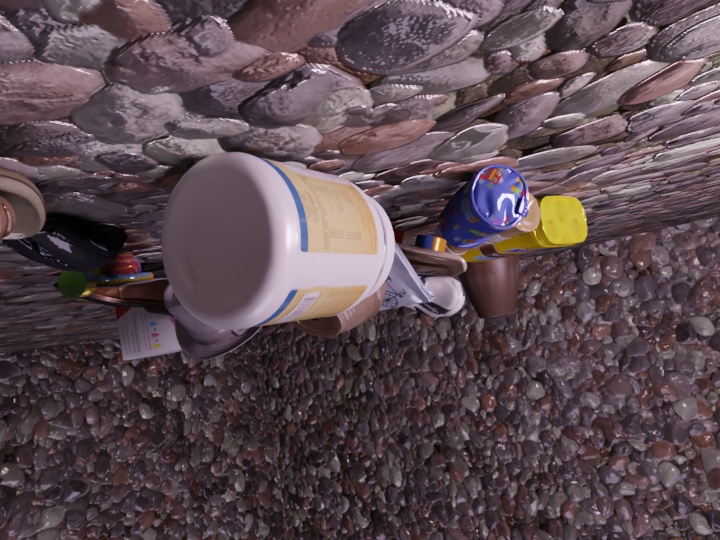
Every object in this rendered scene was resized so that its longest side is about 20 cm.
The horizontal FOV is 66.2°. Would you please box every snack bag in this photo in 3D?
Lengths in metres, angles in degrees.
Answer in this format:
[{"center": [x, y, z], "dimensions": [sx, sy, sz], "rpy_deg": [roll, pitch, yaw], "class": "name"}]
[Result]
[{"center": [0.000, 0.000, 0.914], "dimensions": [0.198, 0.189, 0.022], "rpy_deg": [-13, -141, 33], "class": "snack bag"}]

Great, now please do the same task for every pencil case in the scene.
[{"center": [0.164, -0.078, 0.748], "dimensions": [0.086, 0.079, 0.200], "rpy_deg": [19, 174, 0], "class": "pencil case"}]

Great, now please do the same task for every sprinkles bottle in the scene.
[{"center": [0.207, -0.075, 0.930], "dimensions": [0.068, 0.069, 0.200], "rpy_deg": [-7, 173, -29], "class": "sprinkles bottle"}]

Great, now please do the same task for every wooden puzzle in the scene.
[{"center": [0.079, -0.038, 0.972], "dimensions": [0.198, 0.047, 0.185], "rpy_deg": [16, 174, 0], "class": "wooden puzzle"}]

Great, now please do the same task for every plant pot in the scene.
[{"center": [0.343, 0.020, 1.462], "dimensions": [0.185, 0.202, 0.187], "rpy_deg": [-10, 174, -1], "class": "plant pot"}, {"center": [-0.064, 0.041, 0.899], "dimensions": [0.199, 0.093, 0.202], "rpy_deg": [12, 139, 11], "class": "plant pot"}]

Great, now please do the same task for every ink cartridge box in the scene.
[{"center": [-0.322, 0.072, 1.015], "dimensions": [0.198, 0.147, 0.145], "rpy_deg": [-11, 174, -2], "class": "ink cartridge box"}]

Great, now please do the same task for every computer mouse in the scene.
[{"center": [-0.342, -0.019, 0.571], "dimensions": [0.139, 0.047, 0.200], "rpy_deg": [-12, 174, 4], "class": "computer mouse"}]

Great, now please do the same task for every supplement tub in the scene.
[{"center": [-0.066, -0.025, 0.522], "dimensions": [0.143, 0.146, 0.199], "rpy_deg": [-14, 173, 30], "class": "supplement tub"}]

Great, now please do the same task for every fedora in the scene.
[{"center": [-0.219, 0.029, 0.823], "dimensions": [0.199, 0.178, 0.090], "rpy_deg": [-27, 144, 7], "class": "fedora"}]

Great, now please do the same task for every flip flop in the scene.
[{"center": [-0.274, -0.045, 0.376], "dimensions": [0.080, 0.058, 0.200], "rpy_deg": [-9, 174, -19], "class": "flip flop"}]

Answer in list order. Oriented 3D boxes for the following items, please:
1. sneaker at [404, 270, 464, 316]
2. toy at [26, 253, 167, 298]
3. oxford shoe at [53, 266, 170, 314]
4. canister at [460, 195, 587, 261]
[{"center": [0.076, 0.029, 0.977], "dimensions": [0.129, 0.080, 0.198], "rpy_deg": [10, -170, -43], "class": "sneaker"}, {"center": [-0.339, 0.002, 0.751], "dimensions": [0.114, 0.048, 0.200], "rpy_deg": [-5, -174, 2], "class": "toy"}, {"center": [-0.382, 0.025, 0.893], "dimensions": [0.198, 0.072, 0.071], "rpy_deg": [11, 170, -29], "class": "oxford shoe"}, {"center": [0.299, -0.073, 1.045], "dimensions": [0.147, 0.088, 0.199], "rpy_deg": [-6, 174, -39], "class": "canister"}]
